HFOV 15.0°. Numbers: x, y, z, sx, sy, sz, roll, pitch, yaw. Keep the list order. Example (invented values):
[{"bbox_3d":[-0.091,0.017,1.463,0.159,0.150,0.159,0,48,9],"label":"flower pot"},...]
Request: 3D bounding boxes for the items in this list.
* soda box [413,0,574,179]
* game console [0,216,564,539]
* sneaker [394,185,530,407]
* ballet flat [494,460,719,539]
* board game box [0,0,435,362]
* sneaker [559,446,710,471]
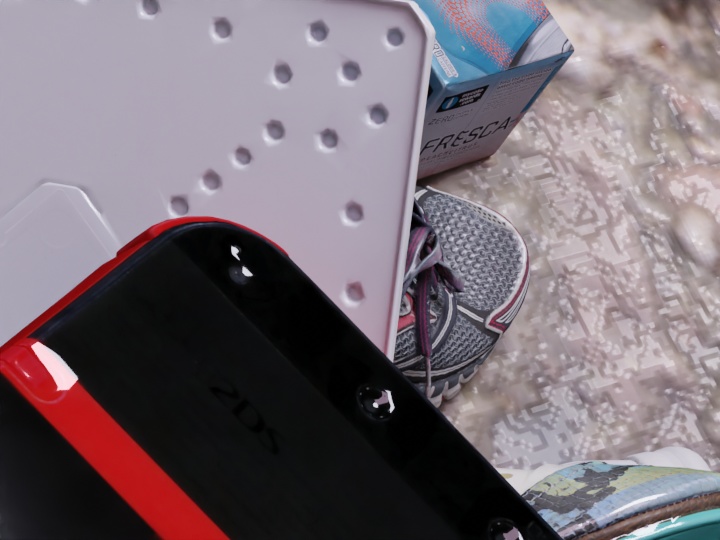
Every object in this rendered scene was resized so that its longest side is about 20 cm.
[{"bbox_3d":[-0.012,-0.130,0.971,0.063,0.068,0.200,-20,69,-37],"label":"soda box"},{"bbox_3d":[-0.022,0.091,0.670,0.200,0.031,0.177,45,47,2],"label":"game console"},{"bbox_3d":[0.000,0.000,0.864,0.200,0.075,0.081,-3,63,-57],"label":"sneaker"},{"bbox_3d":[0.018,0.097,0.819,0.200,0.074,0.074,-29,72,-7],"label":"ballet flat"},{"bbox_3d":[-0.083,0.008,0.777,0.199,0.201,0.026,10,12,16],"label":"board game box"},{"bbox_3d":[0.084,0.151,0.848,0.088,0.075,0.200,-6,54,-11],"label":"sneaker"}]
